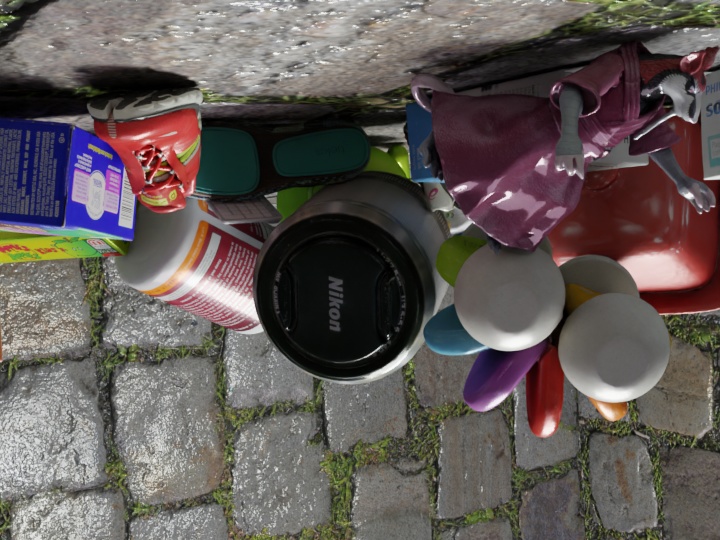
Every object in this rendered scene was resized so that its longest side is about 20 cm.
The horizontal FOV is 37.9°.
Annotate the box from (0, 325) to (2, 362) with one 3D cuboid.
[{"bbox_3d":[-0.398,-0.014,0.923,0.097,0.202,0.124,-3,-179,45],"label":"box"}]

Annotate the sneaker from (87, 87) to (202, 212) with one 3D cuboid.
[{"bbox_3d":[-0.147,-0.086,0.775,0.076,0.086,0.200,-4,180,1],"label":"sneaker"}]

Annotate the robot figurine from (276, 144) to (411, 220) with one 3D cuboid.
[{"bbox_3d":[-0.020,-0.076,1.155,0.175,0.116,0.200,-35,-165,-23],"label":"robot figurine"}]

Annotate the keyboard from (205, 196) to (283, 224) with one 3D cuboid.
[{"bbox_3d":[-0.131,-0.084,0.977,0.056,0.011,0.200,1,-156,-26],"label":"keyboard"}]

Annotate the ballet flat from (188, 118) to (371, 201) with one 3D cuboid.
[{"bbox_3d":[-0.091,-0.099,0.940,0.198,0.075,0.074,-2,180,-13],"label":"ballet flat"}]

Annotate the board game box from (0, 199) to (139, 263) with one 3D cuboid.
[{"bbox_3d":[-0.308,-0.064,1.011,0.198,0.103,0.048,-3,153,23],"label":"board game box"}]

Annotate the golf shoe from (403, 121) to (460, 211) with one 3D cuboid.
[{"bbox_3d":[0.098,-0.100,1.017,0.077,0.089,0.199,-5,180,29],"label":"golf shoe"}]

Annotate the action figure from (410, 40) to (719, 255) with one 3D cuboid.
[{"bbox_3d":[0.149,-0.099,0.706,0.199,0.150,0.133,-33,143,28],"label":"action figure"}]

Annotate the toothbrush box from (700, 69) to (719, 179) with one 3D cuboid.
[{"bbox_3d":[0.374,-0.117,0.769,0.198,0.086,0.146,-2,180,-14],"label":"toothbrush box"}]

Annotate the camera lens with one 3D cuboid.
[{"bbox_3d":[0.000,0.000,0.955,0.158,0.162,0.200,-3,-165,14],"label":"camera lens"}]

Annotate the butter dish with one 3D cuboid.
[{"bbox_3d":[0.228,-0.070,0.934,0.198,0.202,0.148,-3,163,31],"label":"butter dish"}]

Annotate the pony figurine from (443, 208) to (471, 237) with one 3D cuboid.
[{"bbox_3d":[0.148,-0.064,1.171,0.191,0.169,0.200,0,180,-3],"label":"pony figurine"}]

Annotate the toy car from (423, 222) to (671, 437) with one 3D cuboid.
[{"bbox_3d":[0.139,0.053,0.840,0.199,0.151,0.175,26,-164,-3],"label":"toy car"}]

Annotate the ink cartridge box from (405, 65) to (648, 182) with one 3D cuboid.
[{"bbox_3d":[0.147,-0.112,0.831,0.115,0.069,0.199,-4,180,-44],"label":"ink cartridge box"}]

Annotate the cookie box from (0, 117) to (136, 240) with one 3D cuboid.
[{"bbox_3d":[-0.286,-0.070,0.786,0.198,0.076,0.171,5,179,4],"label":"cookie box"}]

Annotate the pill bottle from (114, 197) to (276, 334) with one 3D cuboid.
[{"bbox_3d":[-0.133,-0.004,1.037,0.112,0.114,0.199,-3,157,43],"label":"pill bottle"}]
